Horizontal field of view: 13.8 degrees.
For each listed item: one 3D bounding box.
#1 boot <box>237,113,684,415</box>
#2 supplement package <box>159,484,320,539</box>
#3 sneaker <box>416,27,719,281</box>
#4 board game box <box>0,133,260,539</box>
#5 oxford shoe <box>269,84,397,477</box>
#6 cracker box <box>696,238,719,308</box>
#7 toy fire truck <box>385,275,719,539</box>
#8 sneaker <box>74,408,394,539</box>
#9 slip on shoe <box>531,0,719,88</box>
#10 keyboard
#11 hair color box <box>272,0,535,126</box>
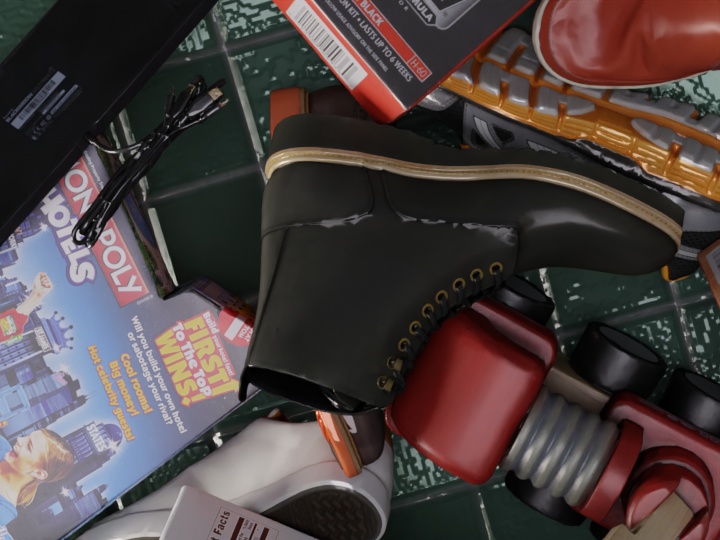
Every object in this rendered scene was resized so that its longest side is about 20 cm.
[{"bbox_3d":[0.045,0.015,1.392,0.198,0.078,0.139,9,67,6],"label":"boot"},{"bbox_3d":[-0.039,0.249,1.459,0.199,0.147,0.192,22,130,1],"label":"supplement package"},{"bbox_3d":[0.097,-0.059,1.464,0.199,0.078,0.078,25,122,7],"label":"sneaker"},{"bbox_3d":[-0.138,0.033,1.504,0.199,0.062,0.201,-22,94,5],"label":"board game box"},{"bbox_3d":[0.000,0.000,1.451,0.072,0.071,0.201,-8,73,3],"label":"oxford shoe"},{"bbox_3d":[0.246,0.075,1.421,0.058,0.134,0.200,-36,109,10],"label":"cracker box"},{"bbox_3d":[0.093,0.102,1.427,0.175,0.200,0.129,29,101,-1],"label":"toy fire truck"},{"bbox_3d":[-0.064,0.123,1.521,0.199,0.085,0.073,-19,124,27],"label":"sneaker"},{"bbox_3d":[0.174,-0.127,1.402,0.199,0.061,0.075,-7,101,19],"label":"slip on shoe"},{"bbox_3d":[-0.139,-0.068,1.450,0.127,0.021,0.200,35,80,36],"label":"keyboard"},{"bbox_3d":[0.056,-0.171,1.407,0.200,0.061,0.102,-42,93,-13],"label":"hair color box"}]
